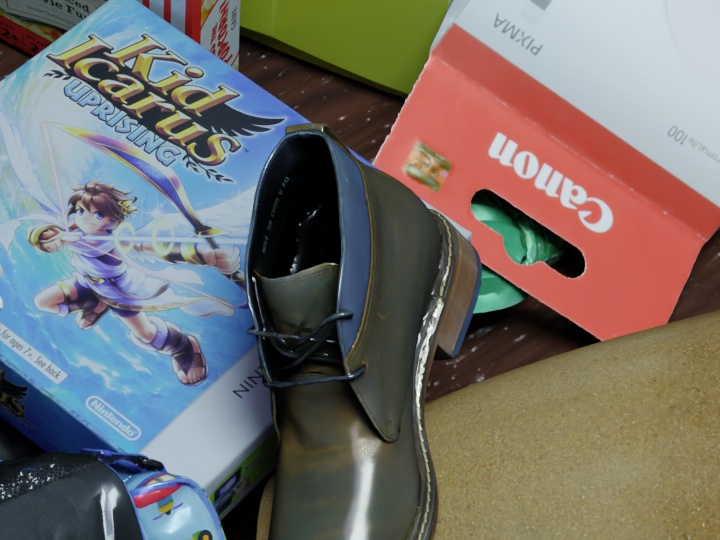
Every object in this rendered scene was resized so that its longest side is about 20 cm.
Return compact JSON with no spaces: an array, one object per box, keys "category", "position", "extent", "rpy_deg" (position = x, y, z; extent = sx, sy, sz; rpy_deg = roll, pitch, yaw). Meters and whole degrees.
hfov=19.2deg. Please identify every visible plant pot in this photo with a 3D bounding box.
[{"category":"plant pot","position":[0.066,0.113,0.824],"extent":[0.199,0.187,0.187],"rpy_deg":[-5,58,12]}]

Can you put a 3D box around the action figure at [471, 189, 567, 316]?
[{"category":"action figure","position":[0.000,0.000,0.944],"extent":[0.199,0.055,0.118],"rpy_deg":[-8,59,-15]}]

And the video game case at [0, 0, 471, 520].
[{"category":"video game case","position":[-0.086,-0.007,0.874],"extent":[0.200,0.046,0.181],"rpy_deg":[35,54,18]}]

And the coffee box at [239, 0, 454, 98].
[{"category":"coffee box","position":[-0.011,-0.234,0.996],"extent":[0.199,0.200,0.198],"rpy_deg":[22,60,8]}]

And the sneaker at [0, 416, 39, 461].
[{"category":"sneaker","position":[-0.183,0.001,0.918],"extent":[0.082,0.073,0.200],"rpy_deg":[-28,65,-18]}]

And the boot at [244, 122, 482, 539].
[{"category":"boot","position":[-0.019,0.045,0.760],"extent":[0.075,0.097,0.201],"rpy_deg":[-10,51,33]}]

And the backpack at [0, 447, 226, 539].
[{"category":"backpack","position":[-0.143,0.159,0.773],"extent":[0.134,0.200,0.183],"rpy_deg":[-22,97,-42]}]

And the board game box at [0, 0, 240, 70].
[{"category":"board game box","position":[-0.125,-0.164,0.947],"extent":[0.151,0.200,0.046],"rpy_deg":[28,59,13]}]

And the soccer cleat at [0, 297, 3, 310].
[{"category":"soccer cleat","position":[-0.192,0.060,0.818],"extent":[0.085,0.200,0.069],"rpy_deg":[39,33,21]}]

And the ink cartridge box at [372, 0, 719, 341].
[{"category":"ink cartridge box","position":[0.116,-0.085,0.943],"extent":[0.162,0.057,0.200],"rpy_deg":[32,67,-15]}]
